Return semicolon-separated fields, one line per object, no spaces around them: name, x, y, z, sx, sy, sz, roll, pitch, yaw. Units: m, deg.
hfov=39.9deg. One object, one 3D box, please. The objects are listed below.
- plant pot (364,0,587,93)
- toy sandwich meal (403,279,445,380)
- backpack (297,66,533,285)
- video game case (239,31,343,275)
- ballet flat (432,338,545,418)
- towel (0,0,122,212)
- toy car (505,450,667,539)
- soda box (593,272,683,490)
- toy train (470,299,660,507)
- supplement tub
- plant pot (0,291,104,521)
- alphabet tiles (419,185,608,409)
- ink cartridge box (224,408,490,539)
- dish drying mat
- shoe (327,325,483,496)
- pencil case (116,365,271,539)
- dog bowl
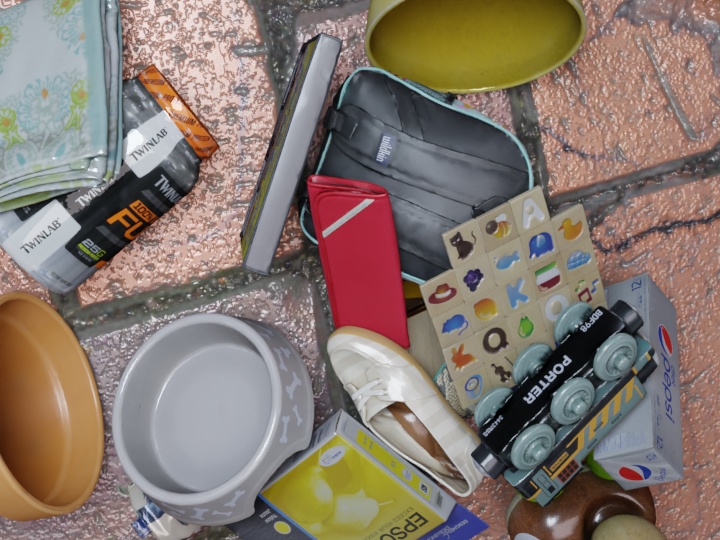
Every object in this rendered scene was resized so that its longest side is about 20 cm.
plant pot;0.100;-0.271;0.899;0.196;0.200;0.144;1;74;-9
toy sandwich meal;0.098;0.067;1.005;0.201;0.070;0.209;-2;100;-9
backpack;0.062;-0.076;0.924;0.197;0.153;0.178;22;95;12
video game case;-0.066;-0.108;0.890;0.025;0.181;0.203;18;97;-10
ballet flat;0.139;0.076;0.946;0.201;0.075;0.068;-51;128;-2
towel;-0.285;-0.147;0.845;0.168;0.048;0.203;-12;65;13
toy car;0.244;0.288;0.980;0.155;0.201;0.166;-14;124;-6
soda box;0.272;0.107;0.976;0.063;0.202;0.068;-21;133;35
toy train;0.186;0.119;0.892;0.200;0.085;0.114;-46;131;-3
supplement tub;-0.232;-0.085;0.897;0.199;0.123;0.123;-40;104;0
plant pot;-0.342;0.136;0.895;0.138;0.200;0.203;-17;103;12
alphabet tiles;0.143;0.033;0.888;0.165;0.006;0.202;-26;117;-10
ink cartridge box;-0.009;0.254;0.989;0.199;0.047;0.197;41;122;-11
dish drying mat;0.000;0.000;0.883;0.076;0.018;0.202;8;138;16
shoe;0.043;0.132;0.929;0.200;0.053;0.070;43;128;-2
pencil case;-0.143;0.184;0.983;0.200;0.078;0.090;-44;118;1
dog bowl;-0.144;0.132;0.927;0.197;0.059;0.203;-7;68;18
